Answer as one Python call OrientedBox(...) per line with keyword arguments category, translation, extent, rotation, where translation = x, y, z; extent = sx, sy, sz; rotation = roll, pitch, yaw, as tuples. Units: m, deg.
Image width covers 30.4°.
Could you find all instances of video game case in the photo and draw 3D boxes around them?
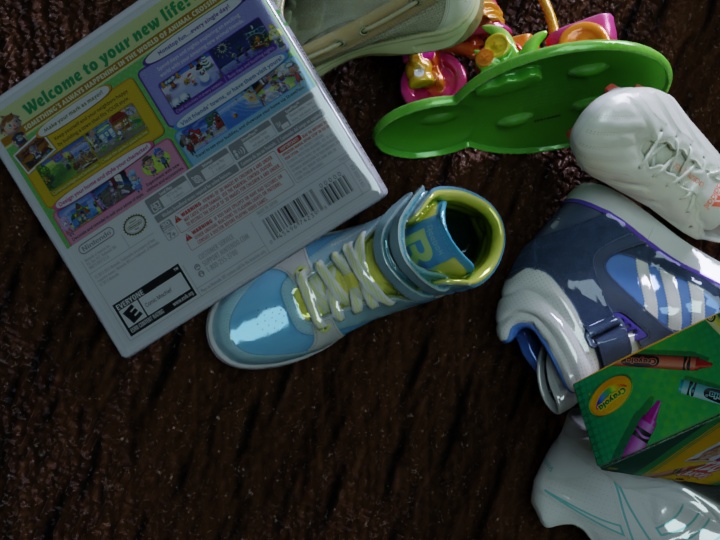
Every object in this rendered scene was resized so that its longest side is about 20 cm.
OrientedBox(category="video game case", translation=(-0.113, -0.073, 0.824), extent=(0.199, 0.022, 0.183), rotation=(-32, 91, 11))

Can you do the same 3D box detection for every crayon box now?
OrientedBox(category="crayon box", translation=(0.239, 0.084, 0.831), extent=(0.199, 0.119, 0.059), rotation=(15, 52, -47))

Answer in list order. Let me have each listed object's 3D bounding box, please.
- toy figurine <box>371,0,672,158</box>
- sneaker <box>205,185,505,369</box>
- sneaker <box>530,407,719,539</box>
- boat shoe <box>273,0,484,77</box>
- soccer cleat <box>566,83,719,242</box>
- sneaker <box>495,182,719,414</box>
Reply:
OrientedBox(category="toy figurine", translation=(0.092, -0.187, 0.897), extent=(0.199, 0.150, 0.185), rotation=(-12, 71, 9))
OrientedBox(category="sneaker", translation=(0.000, 0.000, 0.827), extent=(0.199, 0.131, 0.080), rotation=(-26, 91, -15))
OrientedBox(category="sneaker", translation=(0.202, 0.170, 0.896), extent=(0.200, 0.070, 0.080), rotation=(30, 101, -13))
OrientedBox(category="boat shoe", translation=(-0.025, -0.163, 0.836), extent=(0.200, 0.063, 0.074), rotation=(-6, 66, 19))
OrientedBox(category="soccer cleat", translation=(0.206, -0.065, 0.867), extent=(0.069, 0.200, 0.078), rotation=(-49, 54, 17))
OrientedBox(category="sneaker", translation=(0.184, 0.051, 0.889), extent=(0.200, 0.081, 0.147), rotation=(36, 73, -5))
